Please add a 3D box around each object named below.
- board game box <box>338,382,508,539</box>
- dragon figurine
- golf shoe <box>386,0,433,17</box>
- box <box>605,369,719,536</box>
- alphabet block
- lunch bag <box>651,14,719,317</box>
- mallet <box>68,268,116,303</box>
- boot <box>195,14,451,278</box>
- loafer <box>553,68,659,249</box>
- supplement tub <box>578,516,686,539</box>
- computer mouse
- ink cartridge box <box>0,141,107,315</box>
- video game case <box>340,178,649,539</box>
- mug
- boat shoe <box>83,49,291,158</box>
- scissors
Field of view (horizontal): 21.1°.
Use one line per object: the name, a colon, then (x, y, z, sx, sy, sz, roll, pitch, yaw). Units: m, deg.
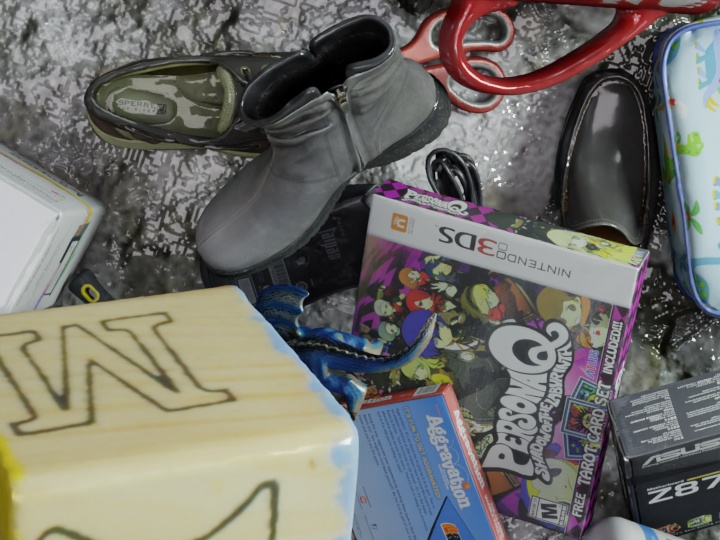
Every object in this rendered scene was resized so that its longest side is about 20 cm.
board game box: (0.045, 0.175, 1.287, 0.102, 0.019, 0.201, -11, 108, 28)
dragon figurine: (-0.042, 0.048, 1.223, 0.099, 0.200, 0.059, 32, 66, -24)
golf shoe: (0.001, -0.263, 1.263, 0.088, 0.077, 0.201, -34, 93, -2)
box: (0.263, 0.106, 1.244, 0.199, 0.161, 0.049, -16, 59, 3)
alphabet block: (-0.134, 0.141, 1.111, 0.199, 0.196, 0.197, -6, 116, -25)
lunch bag: (0.278, -0.072, 1.264, 0.160, 0.082, 0.201, -9, 95, 4)
mallet: (-0.114, 0.071, 1.298, 0.066, 0.041, 0.200, -37, 89, 5)
boot: (-0.047, -0.081, 1.196, 0.200, 0.132, 0.070, -40, 65, 10)
loafer: (0.164, -0.033, 1.276, 0.072, 0.072, 0.202, 2, 95, 2)
supplement tub: (0.229, 0.250, 1.257, 0.199, 0.132, 0.133, 21, 95, -9)
computer mouse: (0.000, 0.000, 1.305, 0.199, 0.046, 0.141, -20, 114, 8)
ink cartridge box: (-0.253, -0.040, 1.229, 0.144, 0.200, 0.084, 30, 93, -1)
video game case: (0.081, 0.058, 1.255, 0.180, 0.036, 0.201, 17, 116, 16)
mug: (0.128, -0.211, 1.224, 0.199, 0.134, 0.178, 3, 131, -21)
boat shoe: (-0.086, -0.110, 1.281, 0.199, 0.066, 0.072, -1, 92, 0)
scissors: (0.010, -0.134, 1.273, 0.199, 0.014, 0.074, -6, 102, -17)
